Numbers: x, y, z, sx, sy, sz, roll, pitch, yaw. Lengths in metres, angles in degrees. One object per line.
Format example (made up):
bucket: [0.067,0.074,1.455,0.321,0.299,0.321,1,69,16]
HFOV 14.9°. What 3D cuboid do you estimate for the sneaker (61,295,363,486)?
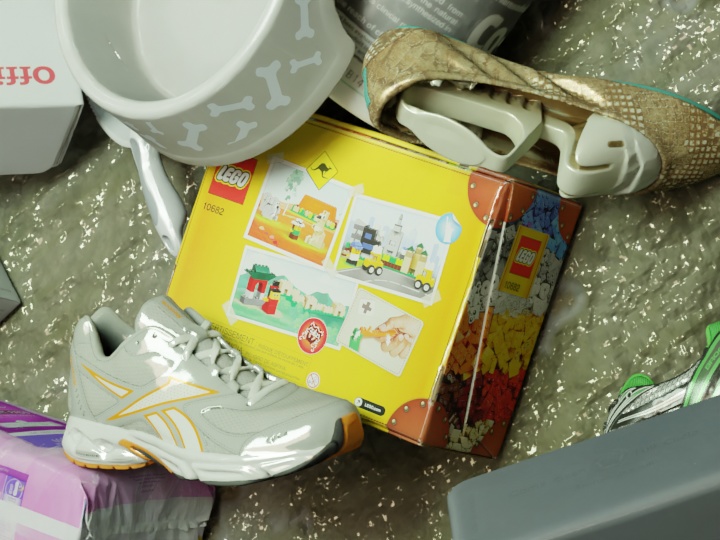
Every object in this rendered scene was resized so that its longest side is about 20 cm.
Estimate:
sneaker: [-0.086,0.061,1.474,0.200,0.076,0.092,2,101,36]

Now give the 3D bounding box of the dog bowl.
dog bowl: [-0.084,-0.160,1.482,0.200,0.059,0.201,-12,71,36]

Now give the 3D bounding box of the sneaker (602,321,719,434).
sneaker: [0.146,0.108,1.404,0.200,0.078,0.085,-41,54,11]

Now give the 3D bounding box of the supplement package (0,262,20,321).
supplement package: [-0.332,0.029,1.706,0.200,0.117,0.117,-42,61,21]

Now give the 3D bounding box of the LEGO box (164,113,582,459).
LEGO box: [0.000,0.000,1.511,0.200,0.077,0.149,20,92,35]

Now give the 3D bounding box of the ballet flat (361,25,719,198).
ballet flat: [0.094,-0.069,1.422,0.199,0.071,0.065,14,47,5]

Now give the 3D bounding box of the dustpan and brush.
dustpan and brush: [-0.128,-0.103,1.611,0.200,0.057,0.140,63,151,8]

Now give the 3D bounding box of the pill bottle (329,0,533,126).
pill bottle: [0.049,-0.179,1.492,0.113,0.113,0.200,47,108,31]

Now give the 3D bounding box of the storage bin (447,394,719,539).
storage bin: [0.135,0.153,1.292,0.200,0.146,0.135,-20,112,7]

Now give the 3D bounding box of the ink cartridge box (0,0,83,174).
ink cartridge box: [-0.256,-0.164,1.658,0.084,0.145,0.200,124,138,-58]

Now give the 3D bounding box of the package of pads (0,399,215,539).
package of pads: [-0.195,0.125,1.593,0.200,0.120,0.076,16,96,35]
